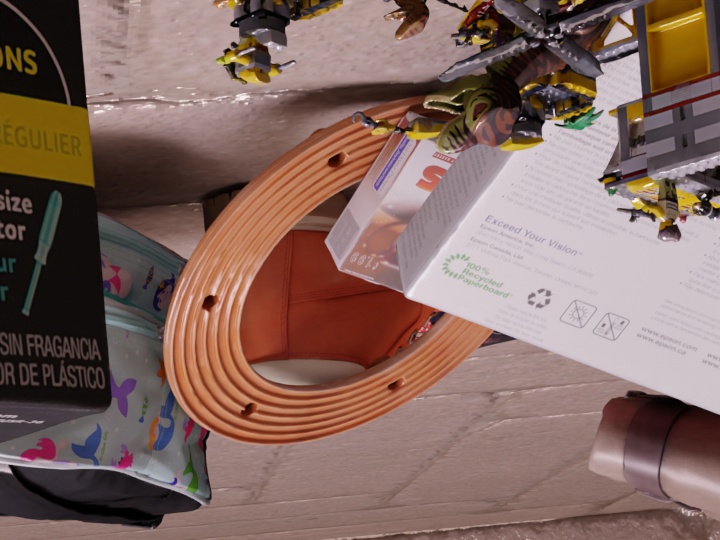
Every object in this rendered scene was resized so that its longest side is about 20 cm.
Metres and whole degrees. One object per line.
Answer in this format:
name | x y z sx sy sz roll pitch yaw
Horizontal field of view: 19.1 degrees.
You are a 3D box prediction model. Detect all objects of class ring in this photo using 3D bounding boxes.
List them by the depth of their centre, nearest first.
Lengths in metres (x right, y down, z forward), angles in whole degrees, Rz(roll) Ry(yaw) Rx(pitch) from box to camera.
ring | 0.000 0.000 0.956 0.200 0.019 0.201 -23 141 -20

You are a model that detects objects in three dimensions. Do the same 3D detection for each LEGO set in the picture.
LEGO set | 0.053 -0.061 0.659 0.153 0.116 0.200 -13 160 32

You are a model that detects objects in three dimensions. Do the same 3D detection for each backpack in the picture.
backpack | -0.163 0.043 0.969 0.177 0.151 0.200 5 177 20

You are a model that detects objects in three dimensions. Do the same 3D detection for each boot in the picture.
boot | 0.186 0.101 1.052 0.146 0.071 0.200 15 178 5
boot | 0.005 0.021 1.086 0.199 0.108 0.075 4 163 -44

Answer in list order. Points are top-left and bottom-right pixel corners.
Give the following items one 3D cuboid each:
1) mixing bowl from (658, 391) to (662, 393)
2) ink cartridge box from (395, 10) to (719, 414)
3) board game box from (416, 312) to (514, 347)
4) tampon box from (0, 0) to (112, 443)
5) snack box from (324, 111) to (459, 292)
mixing bowl | 0.189 0.001 1.076 0.199 0.109 0.200 -6 167 -1
ink cartridge box | 0.146 -0.037 0.830 0.199 0.041 0.200 21 126 -26
board game box | -0.018 0.040 1.318 0.199 0.035 0.135 -16 164 39
tampon box | -0.148 -0.061 0.409 0.149 0.201 0.126 4 164 -42
snack box | 0.085 -0.007 0.944 0.199 0.024 0.072 18 116 -32
